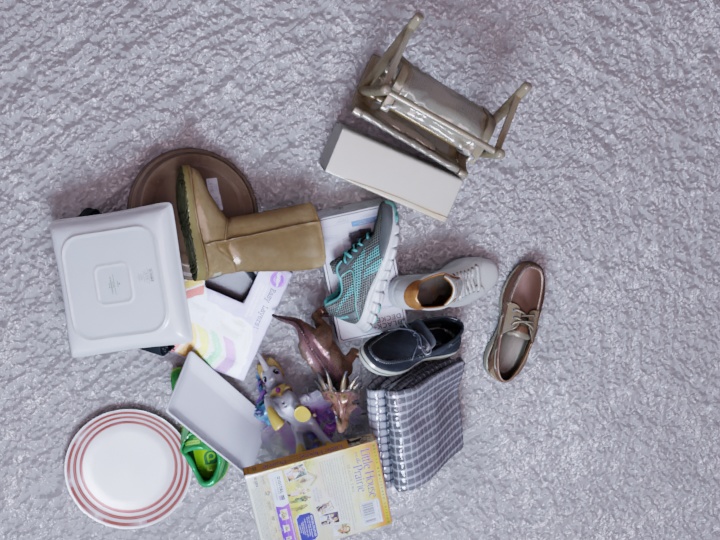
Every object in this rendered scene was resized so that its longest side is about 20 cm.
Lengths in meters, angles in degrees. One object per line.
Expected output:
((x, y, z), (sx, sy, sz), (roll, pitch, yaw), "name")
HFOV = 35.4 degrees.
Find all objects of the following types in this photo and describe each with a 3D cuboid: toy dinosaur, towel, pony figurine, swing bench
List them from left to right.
((-0.090, 0.227, 1.731), (0.166, 0.200, 0.194), (-36, 120, -1), "pony figurine")
((-0.054, 0.130, 1.669), (0.086, 0.136, 0.200), (-41, 93, 22), "toy dinosaur")
((0.093, 0.227, 1.738), (0.085, 0.199, 0.167), (1, 106, 34), "towel")
((0.104, -0.236, 1.618), (0.198, 0.200, 0.131), (28, 74, -12), "swing bench")

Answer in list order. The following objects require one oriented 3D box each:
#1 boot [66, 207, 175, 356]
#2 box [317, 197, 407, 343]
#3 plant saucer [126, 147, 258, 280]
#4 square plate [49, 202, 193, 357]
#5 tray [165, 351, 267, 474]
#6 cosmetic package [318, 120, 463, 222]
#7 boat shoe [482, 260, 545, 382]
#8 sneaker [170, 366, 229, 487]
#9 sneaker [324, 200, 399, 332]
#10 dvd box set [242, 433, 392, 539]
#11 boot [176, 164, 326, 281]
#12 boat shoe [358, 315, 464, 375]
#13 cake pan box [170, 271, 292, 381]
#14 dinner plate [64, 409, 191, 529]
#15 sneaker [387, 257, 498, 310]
((-0.339, 0.017, 1.657), (0.166, 0.076, 0.202), (7, 95, 13), "boot")
((0.000, 0.000, 1.740), (0.115, 0.060, 0.202), (-11, 105, -5), "box")
((-0.243, -0.086, 1.659), (0.198, 0.029, 0.202), (5, 77, -20), "plant saucer")
((-0.346, 0.016, 1.604), (0.196, 0.028, 0.202), (-8, 93, 16), "square plate")
((-0.221, 0.223, 1.727), (0.022, 0.108, 0.200), (-13, 135, 36), "tray")
((0.044, -0.149, 1.689), (0.198, 0.104, 0.074), (21, 100, -11), "cosmetic package")
((0.253, 0.086, 1.787), (0.075, 0.072, 0.202), (11, 101, -10), "boat shoe")
((-0.246, 0.243, 1.750), (0.073, 0.084, 0.202), (-13, 104, 4), "sneaker")
((0.001, -0.011, 1.670), (0.090, 0.078, 0.202), (15, 99, -6), "sneaker")
((-0.061, 0.329, 1.646), (0.198, 0.029, 0.148), (-15, 112, -7), "dvd box set")
((-0.161, -0.076, 1.643), (0.198, 0.066, 0.177), (-10, 91, -24), "boot")
((0.080, 0.108, 1.705), (0.199, 0.075, 0.062), (-9, 144, -39), "boat shoe")
((-0.221, 0.045, 1.727), (0.183, 0.052, 0.201), (25, 98, -14), "cake pan box")
((-0.366, 0.312, 1.783), (0.198, 0.024, 0.202), (-2, 103, -8), "dinner plate")
((0.145, 0.028, 1.726), (0.199, 0.084, 0.074), (-15, 102, -30), "sneaker")
